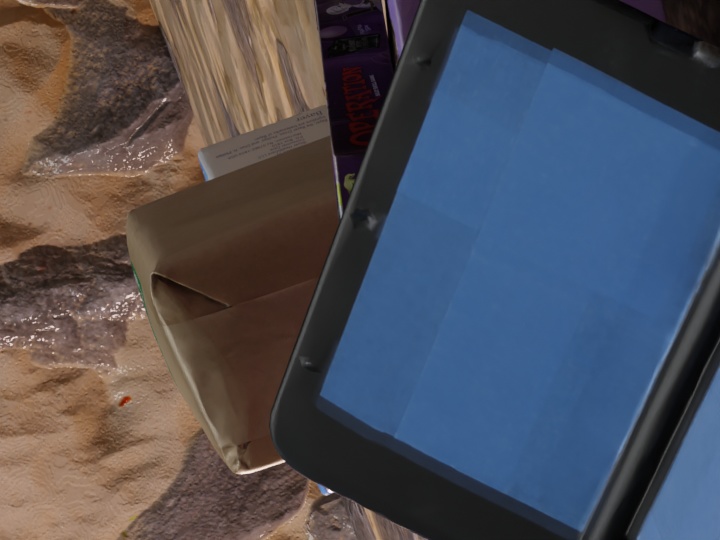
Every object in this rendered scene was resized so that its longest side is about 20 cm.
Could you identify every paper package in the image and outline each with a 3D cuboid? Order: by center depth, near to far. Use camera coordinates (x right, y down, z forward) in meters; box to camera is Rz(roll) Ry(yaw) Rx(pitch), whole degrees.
[{"bbox_3d":[0.000,0.000,1.222,0.200,0.190,0.104,-135,26,-79],"label":"paper package"}]

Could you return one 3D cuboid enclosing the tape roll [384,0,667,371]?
[{"bbox_3d":[0.059,-0.021,0.929,0.200,0.085,0.201,173,90,-89],"label":"tape roll"}]

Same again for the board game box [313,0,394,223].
[{"bbox_3d":[0.004,-0.026,0.951,0.200,0.032,0.120,-98,-3,-65],"label":"board game box"}]

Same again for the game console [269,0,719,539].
[{"bbox_3d":[0.062,0.041,0.768,0.171,0.118,0.200,-103,27,-50],"label":"game console"}]

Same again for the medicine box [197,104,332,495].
[{"bbox_3d":[-0.023,0.018,1.897,0.200,0.103,0.183,-117,10,-57],"label":"medicine box"}]
